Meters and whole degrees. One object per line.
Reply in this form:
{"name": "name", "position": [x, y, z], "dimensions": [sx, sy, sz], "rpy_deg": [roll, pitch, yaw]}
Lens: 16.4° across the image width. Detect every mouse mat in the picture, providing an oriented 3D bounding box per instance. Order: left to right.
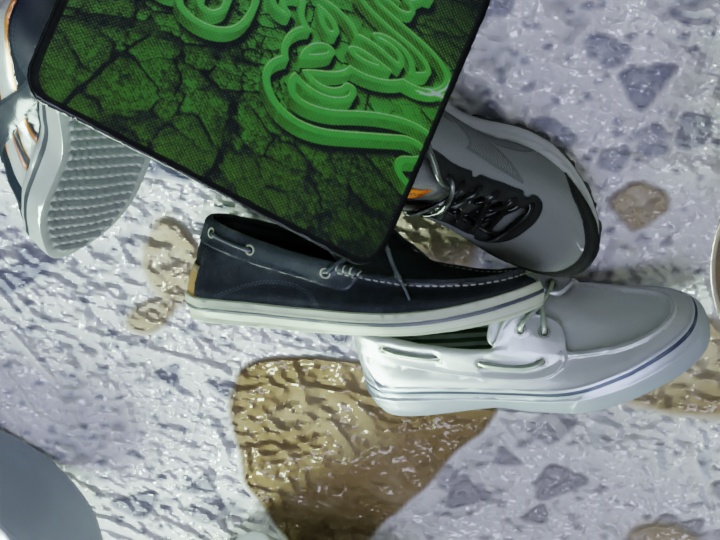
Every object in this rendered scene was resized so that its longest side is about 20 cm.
{"name": "mouse mat", "position": [-0.045, -0.113, 1.197], "dimensions": [0.199, 0.162, 0.008], "rpy_deg": [27, 170, -20]}

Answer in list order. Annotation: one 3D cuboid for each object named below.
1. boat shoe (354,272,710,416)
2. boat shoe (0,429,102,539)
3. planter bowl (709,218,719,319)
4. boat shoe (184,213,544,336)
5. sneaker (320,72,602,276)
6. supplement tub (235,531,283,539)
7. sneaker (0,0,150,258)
{"name": "boat shoe", "position": [0.088, 0.036, 1.361], "dimensions": [0.198, 0.074, 0.067], "rpy_deg": [-13, 133, 17]}
{"name": "boat shoe", "position": [-0.246, 0.127, 1.491], "dimensions": [0.200, 0.074, 0.065], "rpy_deg": [38, 131, -15]}
{"name": "planter bowl", "position": [0.282, -0.031, 1.223], "dimensions": [0.199, 0.135, 0.201], "rpy_deg": [11, 133, 12]}
{"name": "boat shoe", "position": [0.000, 0.000, 1.325], "dimensions": [0.198, 0.075, 0.063], "rpy_deg": [4, 97, 19]}
{"name": "sneaker", "position": [0.043, -0.048, 1.283], "dimensions": [0.200, 0.080, 0.074], "rpy_deg": [34, 126, -26]}
{"name": "supplement tub", "position": [-0.006, 0.258, 1.531], "dimensions": [0.199, 0.146, 0.145], "rpy_deg": [30, 129, -21]}
{"name": "sneaker", "position": [-0.153, -0.090, 1.268], "dimensions": [0.079, 0.078, 0.201], "rpy_deg": [46, 151, 21]}
